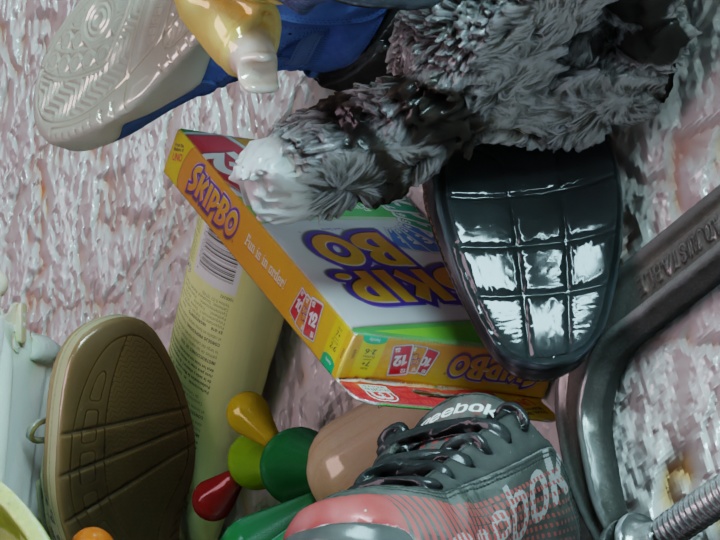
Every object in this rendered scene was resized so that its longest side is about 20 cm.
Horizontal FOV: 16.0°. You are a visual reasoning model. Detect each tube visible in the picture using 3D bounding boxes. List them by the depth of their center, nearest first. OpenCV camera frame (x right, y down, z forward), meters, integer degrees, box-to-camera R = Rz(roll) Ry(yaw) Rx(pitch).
[{"bbox_3d":[-0.066,0.041,1.186,0.058,0.052,0.201,-59,-13,-62],"label":"tube"}]

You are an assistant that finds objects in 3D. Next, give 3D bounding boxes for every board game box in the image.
[{"bbox_3d":[0.000,0.000,1.034,0.200,0.095,0.030,51,127,50],"label":"board game box"}]

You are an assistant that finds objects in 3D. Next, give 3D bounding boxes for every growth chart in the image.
[{"bbox_3d":[-0.147,0.099,1.210,0.018,0.200,0.145,2,71,16],"label":"growth chart"}]

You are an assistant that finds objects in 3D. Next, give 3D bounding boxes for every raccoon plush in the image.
[{"bbox_3d":[0.031,-0.114,0.945,0.097,0.199,0.134,81,170,-49],"label":"raccoon plush"}]

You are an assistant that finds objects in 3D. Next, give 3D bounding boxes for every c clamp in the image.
[{"bbox_3d":[0.128,0.049,0.881,0.200,0.027,0.172,-37,52,51],"label":"c clamp"}]

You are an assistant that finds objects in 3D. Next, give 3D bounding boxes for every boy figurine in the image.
[{"bbox_3d":[-0.032,-0.126,0.934,0.200,0.064,0.125,-169,88,-67],"label":"boy figurine"}]

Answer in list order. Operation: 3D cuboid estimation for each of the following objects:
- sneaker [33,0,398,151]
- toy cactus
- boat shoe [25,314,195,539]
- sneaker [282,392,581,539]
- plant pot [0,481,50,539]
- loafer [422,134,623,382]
[{"bbox_3d":[-0.044,-0.098,1.102,0.200,0.111,0.077,-35,51,31],"label":"sneaker"},{"bbox_3d":[-0.032,0.096,1.058,0.165,0.102,0.200,-40,6,15],"label":"toy cactus"},{"bbox_3d":[-0.119,0.110,1.184,0.063,0.073,0.201,30,127,51],"label":"boat shoe"},{"bbox_3d":[0.025,0.087,0.889,0.071,0.200,0.098,-9,76,24],"label":"sneaker"},{"bbox_3d":[-0.173,0.203,1.087,0.200,0.184,0.201,-10,60,18],"label":"plant pot"},{"bbox_3d":[0.056,-0.039,0.991,0.072,0.072,0.201,98,167,-56],"label":"loafer"}]
